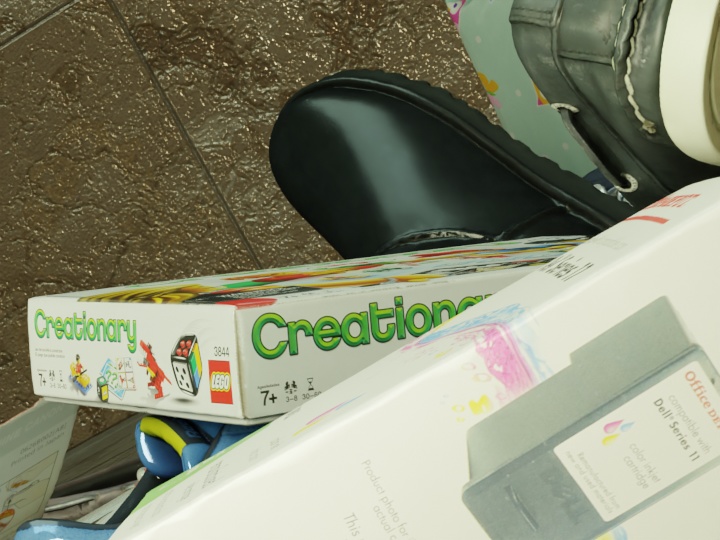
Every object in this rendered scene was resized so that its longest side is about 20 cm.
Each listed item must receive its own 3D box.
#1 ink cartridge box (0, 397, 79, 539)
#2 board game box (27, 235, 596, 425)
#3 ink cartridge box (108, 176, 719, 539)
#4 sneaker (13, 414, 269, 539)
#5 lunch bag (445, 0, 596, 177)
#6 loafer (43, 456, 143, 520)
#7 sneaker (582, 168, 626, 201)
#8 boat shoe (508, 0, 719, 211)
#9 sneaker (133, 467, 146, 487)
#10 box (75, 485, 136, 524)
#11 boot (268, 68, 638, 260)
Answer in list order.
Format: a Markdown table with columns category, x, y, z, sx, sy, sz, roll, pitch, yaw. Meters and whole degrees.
| category | x | y | z | sx | sy | sz | roll | pitch | yaw |
| --- | --- | --- | --- | --- | --- | --- | --- | --- | --- |
| ink cartridge box | -0.194 | 0.125 | 0.885 | 0.162 | 0.050 | 0.200 | -31 | -27 | -44 |
| board game box | 0.017 | 0.014 | 0.715 | 0.200 | 0.035 | 0.126 | -7 | 4 | -33 |
| ink cartridge box | 0.048 | 0.035 | 0.535 | 0.200 | 0.067 | 0.117 | -29 | 1 | -1 |
| sneaker | -0.012 | 0.059 | 0.694 | 0.200 | 0.078 | 0.066 | -29 | -1 | -34 |
| lunch bag | 0.165 | -0.109 | 1.149 | 0.200 | 0.170 | 0.122 | -29 | 4 | -31 |
| loafer | -0.072 | 0.088 | 1.064 | 0.200 | 0.063 | 0.072 | -30 | 2 | -16 |
| sneaker | 0.127 | -0.025 | 0.956 | 0.108 | 0.070 | 0.200 | -24 | -5 | 3 |
| boat shoe | 0.093 | -0.045 | 0.646 | 0.066 | 0.075 | 0.199 | 11 | 1 | 24 |
| sneaker | -0.050 | 0.065 | 0.982 | 0.200 | 0.087 | 0.074 | -29 | 1 | -2 |
| box | -0.104 | 0.122 | 0.810 | 0.082 | 0.049 | 0.200 | -30 | 1 | 10 |
| boot | 0.000 | 0.000 | 0.885 | 0.168 | 0.200 | 0.076 | -28 | -44 | -43 |
